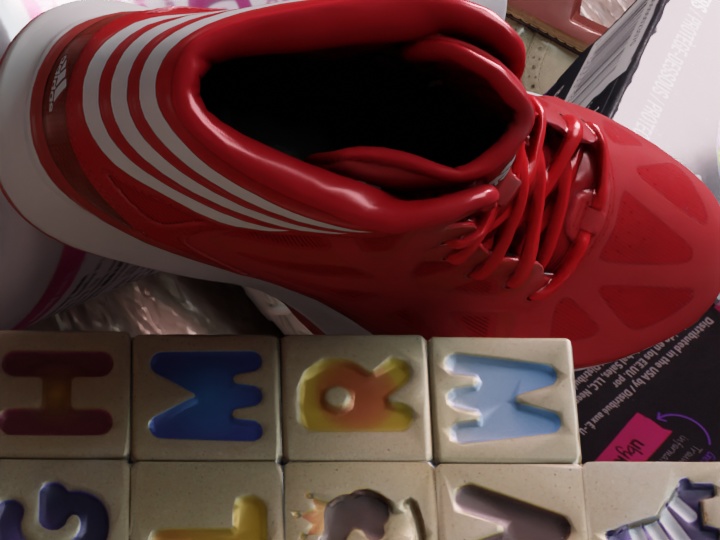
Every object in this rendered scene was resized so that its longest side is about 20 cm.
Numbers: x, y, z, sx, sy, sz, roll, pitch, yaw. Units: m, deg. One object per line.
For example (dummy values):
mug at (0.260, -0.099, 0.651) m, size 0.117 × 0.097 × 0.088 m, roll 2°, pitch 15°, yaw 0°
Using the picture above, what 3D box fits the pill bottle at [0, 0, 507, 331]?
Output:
pill bottle at (-0.056, -0.060, 0.726) m, size 0.200 × 0.113 × 0.113 m, roll -25°, pitch 73°, yaw -48°

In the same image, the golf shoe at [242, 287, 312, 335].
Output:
golf shoe at (0.000, 0.000, 0.853) m, size 0.200 × 0.075 × 0.092 m, roll 33°, pitch 30°, yaw -29°

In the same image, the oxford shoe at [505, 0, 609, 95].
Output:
oxford shoe at (0.087, -0.039, 0.906) m, size 0.200 × 0.075 × 0.070 m, roll 33°, pitch 7°, yaw 13°

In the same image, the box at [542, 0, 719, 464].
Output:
box at (0.130, 0.024, 0.793) m, size 0.200 × 0.106 × 0.122 m, roll 35°, pitch 48°, yaw -8°

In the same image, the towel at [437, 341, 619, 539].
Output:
towel at (0.043, 0.133, 0.637) m, size 0.030 × 0.146 × 0.200 m, roll -12°, pitch 56°, yaw -30°

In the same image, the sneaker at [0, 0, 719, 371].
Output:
sneaker at (0.026, -0.013, 0.617) m, size 0.200 × 0.079 × 0.115 m, roll 8°, pitch -2°, yaw -32°

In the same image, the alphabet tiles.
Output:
alphabet tiles at (-0.015, 0.084, 0.578) m, size 0.199 × 0.006 × 0.167 m, roll 1°, pitch 56°, yaw -4°
